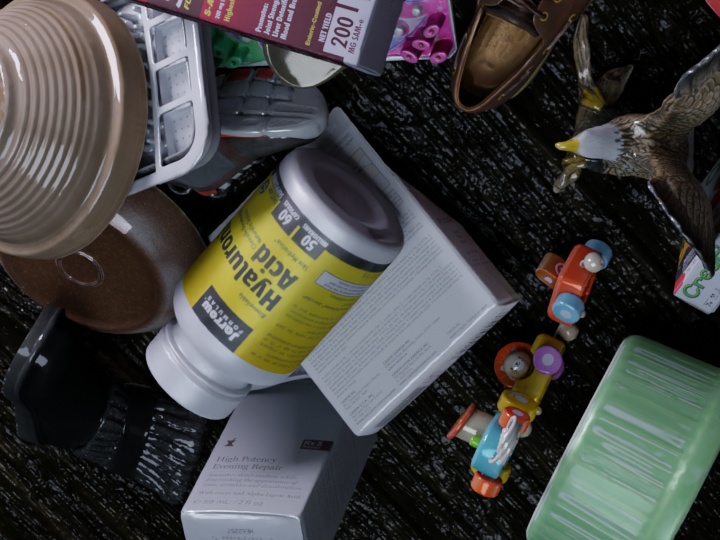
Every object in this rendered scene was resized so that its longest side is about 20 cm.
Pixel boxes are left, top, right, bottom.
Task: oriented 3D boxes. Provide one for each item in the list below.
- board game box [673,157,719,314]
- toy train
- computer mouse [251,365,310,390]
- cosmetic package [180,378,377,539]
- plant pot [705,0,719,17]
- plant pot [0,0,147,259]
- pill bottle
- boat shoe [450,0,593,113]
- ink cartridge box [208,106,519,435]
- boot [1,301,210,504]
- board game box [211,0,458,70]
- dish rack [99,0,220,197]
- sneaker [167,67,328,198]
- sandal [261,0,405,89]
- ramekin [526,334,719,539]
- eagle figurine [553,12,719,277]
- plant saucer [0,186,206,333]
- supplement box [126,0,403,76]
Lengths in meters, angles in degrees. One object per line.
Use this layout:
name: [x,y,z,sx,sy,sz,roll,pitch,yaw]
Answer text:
board game box: [0.287,-0.078,1.521,0.035,0.126,0.200,28,125,-5]
toy train: [0.120,0.069,1.649,0.056,0.200,0.150,25,150,10]
computer mouse: [-0.042,0.049,1.754,0.199,0.044,0.110,-7,124,14]
cosmetic package: [-0.061,0.159,1.732,0.101,0.200,0.074,0,122,15]
plant pot: [0.309,-0.232,1.373,0.200,0.201,0.183,27,128,-2]
plant pot: [-0.255,-0.111,1.595,0.201,0.093,0.201,-6,81,42]
pill bottle: [-0.069,0.015,1.629,0.111,0.111,0.200,38,112,-9]
boat shoe: [0.121,-0.189,1.530,0.072,0.068,0.200,32,125,4]
ink cartridge box: [0.000,0.000,1.681,0.161,0.050,0.200,-44,74,22]
boot: [-0.200,0.109,1.787,0.157,0.080,0.211,23,158,7]
board game box: [-0.041,-0.236,1.578,0.199,0.026,0.200,-1,121,17]
dish rack: [-0.176,-0.131,1.616,0.200,0.043,0.172,-18,74,38]
sneaker: [-0.105,-0.098,1.665,0.200,0.077,0.082,-1,130,30]
sandal: [-0.001,-0.197,1.541,0.080,0.054,0.200,45,123,-14]
ramekin: [0.205,0.146,1.653,0.098,0.200,0.200,27,126,7]
eagle figurine: [0.205,-0.086,1.492,0.200,0.151,0.152,11,135,58]
plant saucer: [-0.216,-0.012,1.737,0.200,0.037,0.201,14,140,12]
supplement box: [-0.068,-0.213,1.500,0.200,0.061,0.109,18,93,18]
